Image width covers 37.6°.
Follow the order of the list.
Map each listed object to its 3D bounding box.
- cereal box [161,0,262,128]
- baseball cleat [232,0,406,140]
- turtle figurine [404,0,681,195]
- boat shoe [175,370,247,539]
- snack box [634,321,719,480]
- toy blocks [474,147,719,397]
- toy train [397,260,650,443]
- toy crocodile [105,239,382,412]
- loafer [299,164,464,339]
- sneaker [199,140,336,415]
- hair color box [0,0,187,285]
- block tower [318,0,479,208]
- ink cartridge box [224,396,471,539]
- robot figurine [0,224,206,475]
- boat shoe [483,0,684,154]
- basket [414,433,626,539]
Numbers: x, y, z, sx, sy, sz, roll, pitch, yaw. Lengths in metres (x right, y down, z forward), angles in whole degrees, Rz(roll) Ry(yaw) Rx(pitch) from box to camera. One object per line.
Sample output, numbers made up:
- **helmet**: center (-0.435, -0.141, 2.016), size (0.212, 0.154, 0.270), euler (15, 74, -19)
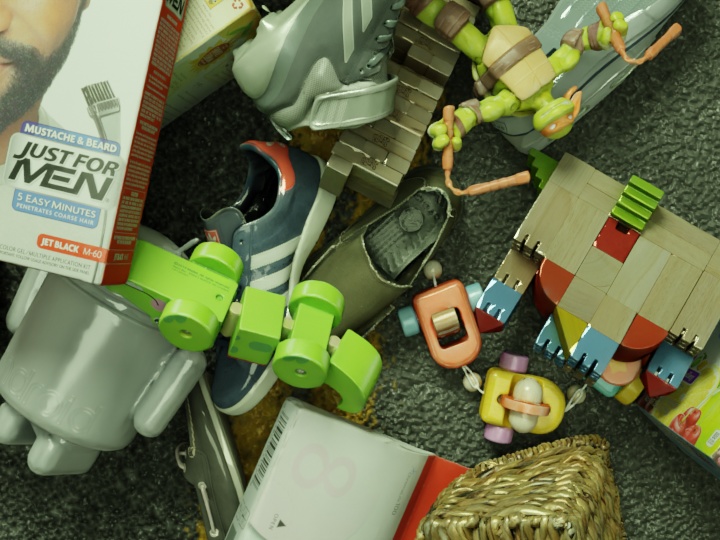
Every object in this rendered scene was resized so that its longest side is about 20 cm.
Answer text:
- **cereal box**: center (-0.155, -0.128, 0.748), size (0.199, 0.144, 0.040), euler (-34, 91, 1)
- **baseball cleat**: center (0.010, -0.163, 0.682), size (0.199, 0.070, 0.107), euler (-36, 100, 25)
- **turtle figurine**: center (0.107, -0.153, 0.724), size (0.199, 0.064, 0.162), euler (-35, 87, -6)
- **boat shoe**: center (-0.111, 0.177, 0.802), size (0.056, 0.067, 0.203), euler (-17, 96, -3)
- **snack box**: center (0.303, 0.058, 0.743), size (0.068, 0.169, 0.200), euler (44, 91, -5)
- **toy blocks**: center (0.174, 0.017, 0.751), size (0.198, 0.100, 0.138), euler (31, 79, 11)
- **toy train**: center (0.134, 0.050, 0.800), size (0.197, 0.056, 0.152), euler (-15, 93, 1)
- **toy crocodile**: center (-0.076, 0.036, 0.715), size (0.198, 0.062, 0.068), euler (21, 49, -10)
- **loafer**: center (0.000, 0.000, 0.790), size (0.075, 0.070, 0.201), euler (40, 92, -2)
- **sneaker**: center (-0.087, 0.000, 0.770), size (0.084, 0.074, 0.203), euler (23, 77, -38)
- **hair color box**: center (-0.181, -0.101, 0.647), size (0.109, 0.064, 0.203), euler (12, 90, 2)
- **block tower**: center (0.037, -0.142, 0.765), size (0.057, 0.054, 0.202), euler (26, 75, 0)
- **ink cartridge box**: center (0.004, 0.203, 0.780), size (0.198, 0.057, 0.164), euler (23, 90, -14)
- **robot figurine**: center (-0.188, 0.050, 0.772), size (0.168, 0.113, 0.202), euler (30, 92, 18)
- **boat shoe**: center (0.175, -0.170, 0.786), size (0.199, 0.067, 0.074), euler (-40, 54, 5)
- **basket**: center (0.122, 0.243, 0.786), size (0.141, 0.149, 0.203), euler (-9, 101, 24)
